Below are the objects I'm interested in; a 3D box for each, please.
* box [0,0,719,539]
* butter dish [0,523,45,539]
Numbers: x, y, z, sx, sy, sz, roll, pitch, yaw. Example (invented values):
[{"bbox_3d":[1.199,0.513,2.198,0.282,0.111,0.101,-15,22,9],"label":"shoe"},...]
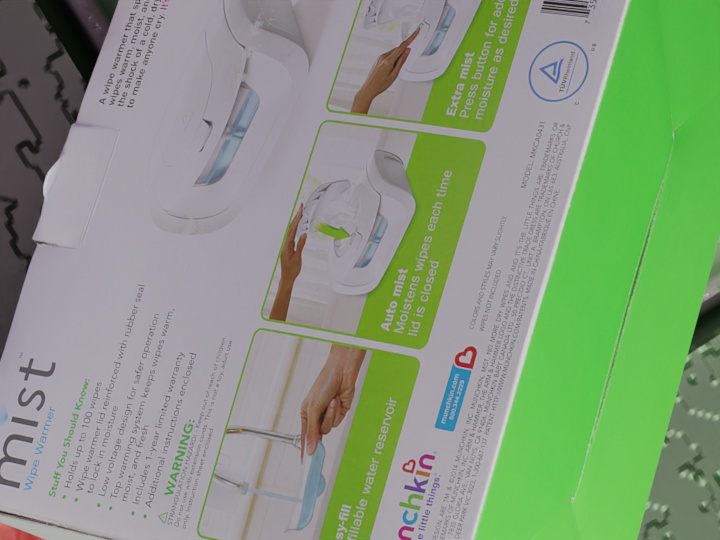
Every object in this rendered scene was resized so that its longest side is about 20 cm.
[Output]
[{"bbox_3d":[0.000,0.000,0.788,0.176,0.097,0.200,8,76,34],"label":"box"},{"bbox_3d":[-0.149,0.180,0.770,0.199,0.148,0.200,-17,86,-7],"label":"butter dish"}]
